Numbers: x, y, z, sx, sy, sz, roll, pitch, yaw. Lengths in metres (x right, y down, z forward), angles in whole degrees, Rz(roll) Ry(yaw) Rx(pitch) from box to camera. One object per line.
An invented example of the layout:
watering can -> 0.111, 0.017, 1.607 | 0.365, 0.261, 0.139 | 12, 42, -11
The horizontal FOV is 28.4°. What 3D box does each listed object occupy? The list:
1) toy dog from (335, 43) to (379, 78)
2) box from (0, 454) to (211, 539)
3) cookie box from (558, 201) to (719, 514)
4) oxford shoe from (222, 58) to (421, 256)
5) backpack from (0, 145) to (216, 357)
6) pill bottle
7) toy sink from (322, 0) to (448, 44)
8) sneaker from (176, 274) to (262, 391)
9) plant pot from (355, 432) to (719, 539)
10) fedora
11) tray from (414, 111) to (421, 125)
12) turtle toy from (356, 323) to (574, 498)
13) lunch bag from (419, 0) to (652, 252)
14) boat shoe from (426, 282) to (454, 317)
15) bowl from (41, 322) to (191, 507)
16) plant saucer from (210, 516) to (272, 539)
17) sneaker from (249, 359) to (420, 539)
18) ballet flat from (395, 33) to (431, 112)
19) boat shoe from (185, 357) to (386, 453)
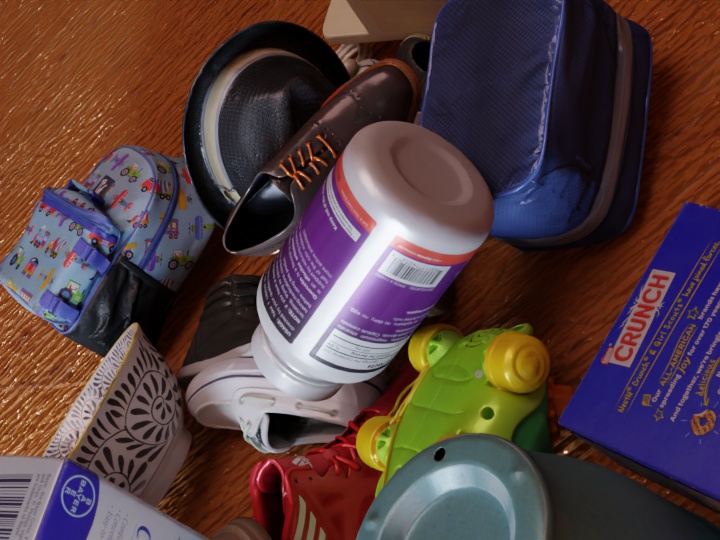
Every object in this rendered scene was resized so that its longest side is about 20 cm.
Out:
toy dog -> -0.073, -0.154, 1.338 | 0.200, 0.096, 0.132 | -42, 38, 14
box -> -0.206, 0.261, 1.060 | 0.104, 0.200, 0.185 | -7, 56, 41
cookie box -> 0.243, 0.063, 0.844 | 0.200, 0.075, 0.172 | 23, 79, 52
oxford shoe -> -0.030, -0.079, 1.088 | 0.200, 0.071, 0.073 | -48, -6, 22
backpack -> -0.233, -0.033, 1.371 | 0.201, 0.134, 0.182 | -57, 36, 1
pill bottle -> 0.000, 0.000, 0.994 | 0.200, 0.112, 0.113 | -54, 31, 36
toy sink -> 0.043, -0.294, 1.281 | 0.199, 0.112, 0.131 | 1, 61, 32
sneaker -> -0.079, 0.044, 1.206 | 0.199, 0.071, 0.100 | -16, 55, 44
plant pot -> 0.099, 0.191, 0.802 | 0.199, 0.188, 0.201 | -27, 44, 30
fedora -> -0.050, -0.106, 1.191 | 0.091, 0.200, 0.201 | 21, 77, 49
tray -> 0.002, -0.032, 1.119 | 0.107, 0.022, 0.201 | 15, 81, 44
turtle toy -> 0.071, 0.126, 0.951 | 0.201, 0.101, 0.146 | -60, 23, -11
lunch bag -> 0.134, -0.118, 1.057 | 0.135, 0.132, 0.202 | -5, 69, 47
boat shoe -> 0.035, -0.048, 1.159 | 0.064, 0.071, 0.201 | -23, 47, 32
bowl -> -0.205, 0.153, 1.211 | 0.201, 0.094, 0.201 | -54, 12, 17
plant saucer -> -0.083, 0.271, 0.975 | 0.200, 0.029, 0.202 | 179, 90, -65
sneaker -> -0.004, 0.134, 1.017 | 0.078, 0.115, 0.201 | 3, 63, 48
ballet flat -> 0.070, -0.166, 1.196 | 0.200, 0.066, 0.057 | -105, 29, -64
boat shoe -> -0.071, 0.111, 1.140 | 0.199, 0.073, 0.067 | -14, 49, 39
